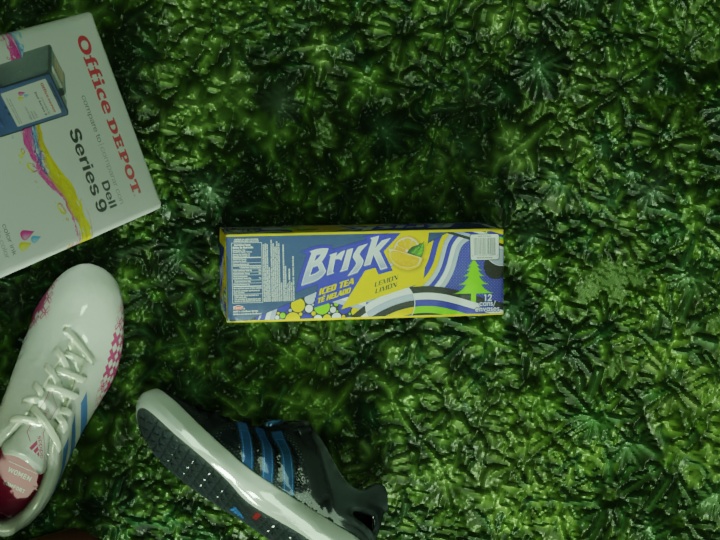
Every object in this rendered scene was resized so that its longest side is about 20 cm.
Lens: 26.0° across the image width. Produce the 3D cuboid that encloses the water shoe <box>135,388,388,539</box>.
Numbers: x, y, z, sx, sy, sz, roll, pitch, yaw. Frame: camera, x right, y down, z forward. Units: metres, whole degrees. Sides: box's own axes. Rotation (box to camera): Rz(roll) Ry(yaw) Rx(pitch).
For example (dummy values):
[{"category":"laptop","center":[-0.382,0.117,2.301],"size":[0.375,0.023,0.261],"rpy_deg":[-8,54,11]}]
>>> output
[{"category":"water shoe","center":[-0.071,0.138,1.130],"size":[0.200,0.071,0.079],"rpy_deg":[38,61,-8]}]

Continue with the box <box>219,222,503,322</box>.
[{"category":"box","center":[0.000,0.000,1.117],"size":[0.199,0.070,0.065],"rpy_deg":[-1,96,-9]}]

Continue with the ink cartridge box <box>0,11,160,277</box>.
[{"category":"ink cartridge box","center":[-0.240,-0.073,1.009],"size":[0.087,0.200,0.146],"rpy_deg":[-13,99,34]}]

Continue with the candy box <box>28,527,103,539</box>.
[{"category":"candy box","center":[-0.257,0.229,1.040],"size":[0.199,0.116,0.057],"rpy_deg":[-10,96,-31]}]

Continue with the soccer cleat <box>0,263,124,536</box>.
[{"category":"soccer cleat","center":[-0.215,0.094,1.083],"size":[0.070,0.086,0.201],"rpy_deg":[22,91,-10]}]
